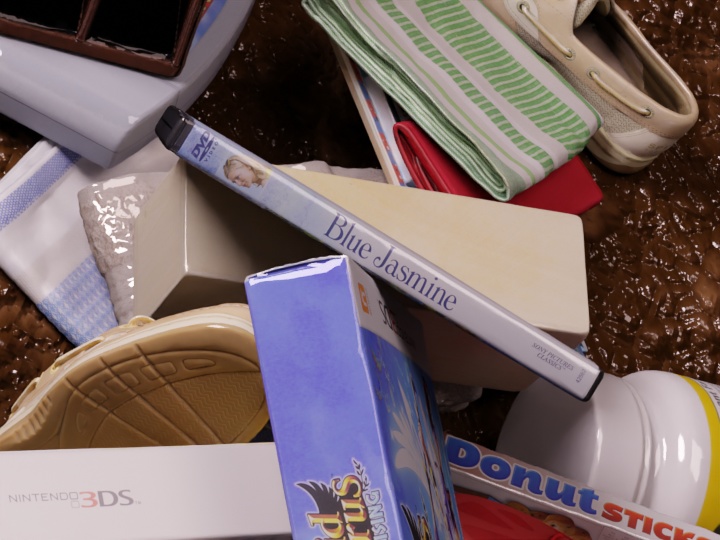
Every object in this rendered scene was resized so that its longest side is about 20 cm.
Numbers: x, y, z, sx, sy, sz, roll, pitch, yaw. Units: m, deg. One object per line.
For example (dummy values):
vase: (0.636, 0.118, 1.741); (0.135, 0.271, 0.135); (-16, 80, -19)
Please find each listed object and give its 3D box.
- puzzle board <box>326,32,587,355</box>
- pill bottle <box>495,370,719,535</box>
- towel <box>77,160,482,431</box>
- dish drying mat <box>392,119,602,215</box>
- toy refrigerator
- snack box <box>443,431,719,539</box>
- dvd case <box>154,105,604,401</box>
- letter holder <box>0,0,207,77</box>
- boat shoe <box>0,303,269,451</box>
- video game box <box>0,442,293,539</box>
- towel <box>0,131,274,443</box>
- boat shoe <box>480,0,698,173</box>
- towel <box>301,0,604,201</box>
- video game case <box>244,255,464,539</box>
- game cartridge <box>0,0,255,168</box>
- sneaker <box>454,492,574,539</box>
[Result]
puzzle board: (0.057, -0.034, 1.323); (0.151, 0.017, 0.200); (11, 53, -63)
pill bottle: (0.174, 0.115, 1.296); (0.200, 0.114, 0.115); (15, 56, -27)
towel: (-0.034, 0.013, 1.234); (0.200, 0.034, 0.133); (-5, 67, -36)
dish drying mat: (0.073, -0.052, 1.336); (0.077, 0.018, 0.200); (58, 24, 6)
toy refrigerator: (0.000, 0.000, 1.181); (0.199, 0.076, 0.070); (9, 63, -20)
snack box: (0.074, 0.124, 1.207); (0.200, 0.072, 0.024); (20, 41, -1)
dvd case: (0.003, -0.011, 1.067); (0.200, 0.143, 0.018); (31, 92, -8)
letter holder: (-0.108, -0.221, 1.221); (0.100, 0.142, 0.200); (14, 50, -12)
boat shoe: (-0.100, 0.054, 1.086); (0.074, 0.200, 0.069); (46, 41, -19)
video game box: (-0.145, 0.121, 1.024); (0.200, 0.182, 0.047); (0, 64, -34)
towel: (-0.085, 0.002, 1.243); (0.200, 0.024, 0.147); (45, 49, -4)
boat shoe: (0.116, -0.150, 1.443); (0.200, 0.065, 0.072); (53, 48, 2)
towel: (0.052, -0.109, 1.335); (0.153, 0.023, 0.200); (46, 20, 5)
video game case: (0.011, 0.107, 1.020); (0.181, 0.045, 0.201); (39, 39, -76)
game cartridge: (-0.123, -0.144, 1.273); (0.133, 0.042, 0.200); (25, 48, 2)
sneaker: (0.122, 0.138, 1.133); (0.200, 0.115, 0.078); (28, 48, -23)
